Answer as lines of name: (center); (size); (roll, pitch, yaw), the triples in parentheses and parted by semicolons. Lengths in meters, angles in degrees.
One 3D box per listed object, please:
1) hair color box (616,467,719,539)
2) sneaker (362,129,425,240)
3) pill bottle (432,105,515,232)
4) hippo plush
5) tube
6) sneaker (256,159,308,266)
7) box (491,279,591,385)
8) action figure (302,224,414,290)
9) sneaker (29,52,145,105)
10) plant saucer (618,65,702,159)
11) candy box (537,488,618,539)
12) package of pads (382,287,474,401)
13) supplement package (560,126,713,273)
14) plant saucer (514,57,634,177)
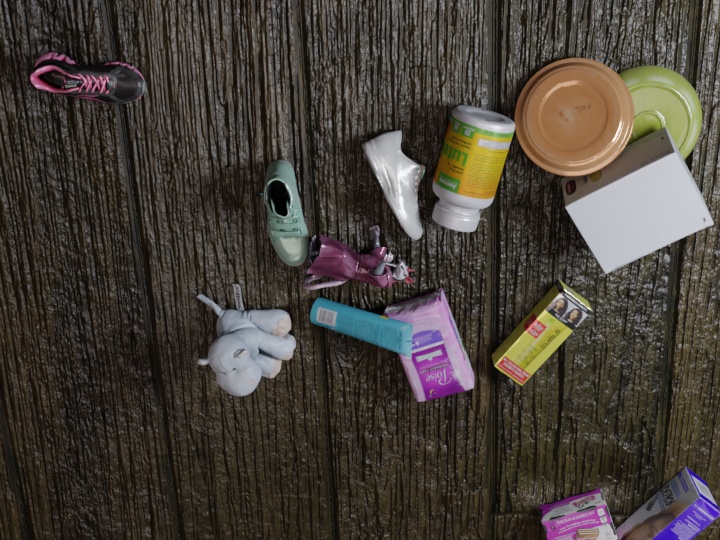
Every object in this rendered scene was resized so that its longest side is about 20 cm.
hair color box: (0.605, 0.497, 1.868); (0.065, 0.109, 0.200); (36, 108, -10)
sneaker: (0.081, -0.152, 1.679); (0.088, 0.075, 0.201); (-26, 106, 0)
pill bottle: (0.188, -0.174, 1.637); (0.111, 0.111, 0.201); (14, 111, -2)
hippo plush: (-0.210, 0.140, 1.755); (0.159, 0.161, 0.201); (-17, 109, 10)
tube: (0.004, 0.102, 1.748); (0.199, 0.050, 0.078); (17, 135, 21)
sneaker: (-0.140, -0.086, 1.688); (0.073, 0.118, 0.201); (-7, 111, 5)
box: (0.338, 0.117, 1.772); (0.075, 0.050, 0.200); (37, 109, -11)
action figure: (0.000, 0.000, 1.704); (0.199, 0.134, 0.149); (17, 112, 0)
sneaker: (-0.476, -0.324, 1.631); (0.199, 0.095, 0.079); (7, 110, -1)
plant saucer: (0.493, -0.251, 1.633); (0.199, 0.031, 0.201); (1, 110, 3)
candy box: (0.458, 0.558, 1.926); (0.136, 0.061, 0.201); (-20, 109, 10)
package of pads: (0.129, 0.142, 1.781); (0.120, 0.076, 0.201); (-17, 109, 13)
supplement package: (0.470, -0.119, 1.618); (0.200, 0.111, 0.156); (-27, 115, 21)
plant saucer: (0.360, -0.260, 1.598); (0.199, 0.032, 0.201); (0, 92, 15)
